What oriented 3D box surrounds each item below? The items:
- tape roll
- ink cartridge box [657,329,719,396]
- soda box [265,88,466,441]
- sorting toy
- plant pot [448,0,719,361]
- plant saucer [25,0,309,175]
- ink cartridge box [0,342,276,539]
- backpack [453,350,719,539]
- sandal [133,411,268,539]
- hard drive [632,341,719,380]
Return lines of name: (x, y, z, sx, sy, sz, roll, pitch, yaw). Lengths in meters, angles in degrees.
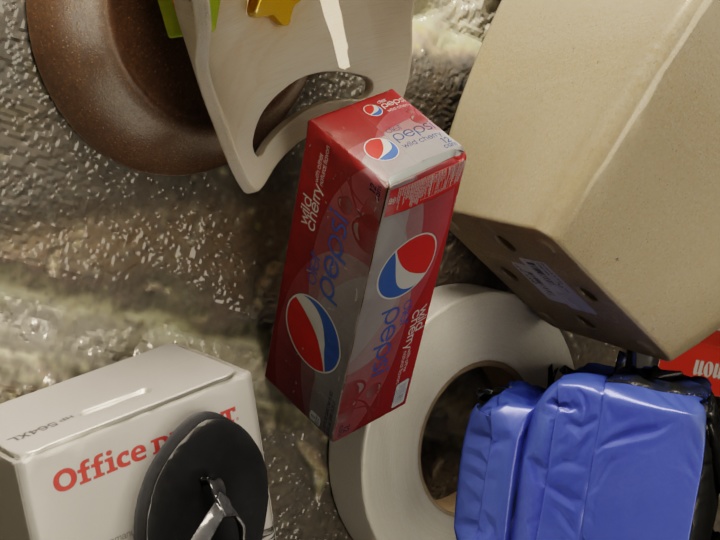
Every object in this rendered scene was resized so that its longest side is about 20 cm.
tape roll: (0.067, 0.109, 1.096, 0.202, 0.037, 0.204, -9, 105, -38)
ink cartridge box: (0.299, 0.030, 1.235, 0.162, 0.057, 0.201, 11, 87, -42)
soda box: (0.000, 0.000, 0.940, 0.063, 0.070, 0.200, -24, 142, -35)
sorting toy: (-0.034, -0.141, 0.874, 0.200, 0.107, 0.180, -32, 127, -33)
plant pot: (0.164, -0.061, 1.029, 0.200, 0.200, 0.177, 42, 78, -29)
plant saucer: (-0.089, -0.150, 0.907, 0.200, 0.037, 0.201, -11, 107, -38)
ink cartridge box: (-0.127, 0.158, 0.907, 0.146, 0.084, 0.201, -19, 112, -34)
backpack: (0.155, 0.129, 1.047, 0.200, 0.167, 0.163, -7, 111, -73)
sandal: (-0.086, 0.174, 0.846, 0.076, 0.043, 0.201, 21, 77, -38)
hard drive: (0.255, -0.014, 1.236, 0.132, 0.025, 0.201, -15, 109, -38)
